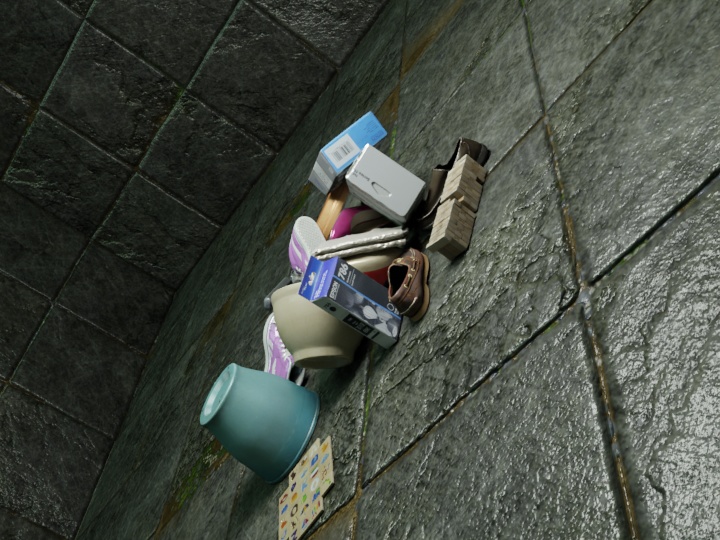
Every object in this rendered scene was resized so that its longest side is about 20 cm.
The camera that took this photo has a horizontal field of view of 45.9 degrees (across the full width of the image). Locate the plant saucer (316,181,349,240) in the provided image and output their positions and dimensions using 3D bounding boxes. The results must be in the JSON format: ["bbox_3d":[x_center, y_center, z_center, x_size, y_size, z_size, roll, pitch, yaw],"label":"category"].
[{"bbox_3d":[-0.066,-0.133,1.885,0.200,0.037,0.204,-91,26,-80],"label":"plant saucer"}]

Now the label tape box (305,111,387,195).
[{"bbox_3d":[-0.032,-0.231,1.788,0.143,0.064,0.200,-40,-3,-18],"label":"label tape box"}]

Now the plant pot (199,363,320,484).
[{"bbox_3d":[-0.210,0.288,1.692,0.201,0.186,0.201,-50,18,23],"label":"plant pot"}]

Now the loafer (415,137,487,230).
[{"bbox_3d":[0.160,-0.171,1.630,0.202,0.071,0.073,-56,17,9],"label":"loafer"}]

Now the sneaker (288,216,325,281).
[{"bbox_3d":[-0.096,-0.001,1.805,0.204,0.071,0.115,68,150,24],"label":"sneaker"}]

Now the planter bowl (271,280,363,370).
[{"bbox_3d":[-0.075,0.114,1.648,0.199,0.196,0.138,-31,57,55],"label":"planter bowl"}]

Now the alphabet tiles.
[{"bbox_3d":[-0.098,0.392,1.508,0.168,0.006,0.201,-54,18,17],"label":"alphabet tiles"}]

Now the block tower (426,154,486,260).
[{"bbox_3d":[0.174,-0.111,1.521,0.054,0.057,0.203,-36,26,49],"label":"block tower"}]

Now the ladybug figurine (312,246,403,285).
[{"bbox_3d":[0.000,0.000,1.688,0.195,0.074,0.136,-10,7,18],"label":"ladybug figurine"}]

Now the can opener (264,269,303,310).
[{"bbox_3d":[-0.157,0.053,1.924,0.200,0.052,0.068,-50,-31,-57],"label":"can opener"}]

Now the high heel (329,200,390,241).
[{"bbox_3d":[0.014,-0.099,1.808,0.200,0.094,0.069,-41,-41,-50],"label":"high heel"}]

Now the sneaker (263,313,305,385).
[{"bbox_3d":[-0.157,0.180,1.864,0.113,0.071,0.206,-24,60,48],"label":"sneaker"}]

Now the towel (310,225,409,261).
[{"bbox_3d":[0.001,-0.055,1.675,0.195,0.035,0.133,-12,6,6],"label":"towel"}]

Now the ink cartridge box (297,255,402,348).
[{"bbox_3d":[-0.013,0.049,1.526,0.039,0.197,0.101,-43,23,44],"label":"ink cartridge box"}]

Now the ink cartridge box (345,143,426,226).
[{"bbox_3d":[0.051,-0.164,1.701,0.084,0.145,0.200,-56,-2,-1],"label":"ink cartridge box"}]

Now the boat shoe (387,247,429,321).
[{"bbox_3d":[0.083,0.010,1.546,0.071,0.070,0.201,-51,17,22],"label":"boat shoe"}]
